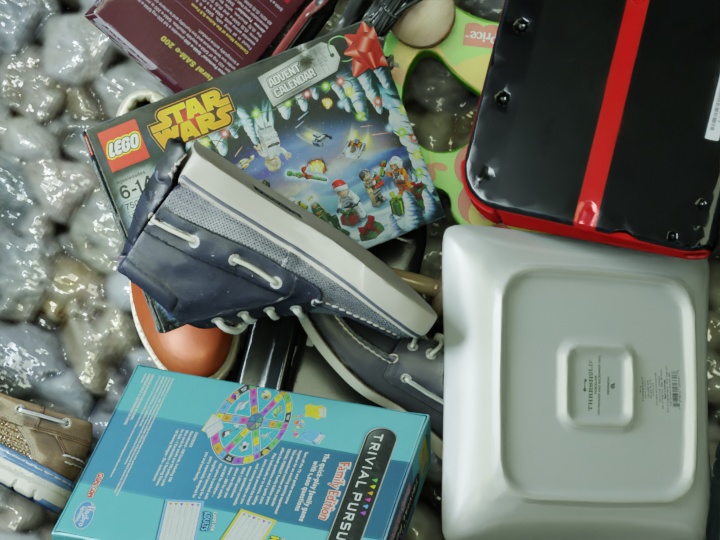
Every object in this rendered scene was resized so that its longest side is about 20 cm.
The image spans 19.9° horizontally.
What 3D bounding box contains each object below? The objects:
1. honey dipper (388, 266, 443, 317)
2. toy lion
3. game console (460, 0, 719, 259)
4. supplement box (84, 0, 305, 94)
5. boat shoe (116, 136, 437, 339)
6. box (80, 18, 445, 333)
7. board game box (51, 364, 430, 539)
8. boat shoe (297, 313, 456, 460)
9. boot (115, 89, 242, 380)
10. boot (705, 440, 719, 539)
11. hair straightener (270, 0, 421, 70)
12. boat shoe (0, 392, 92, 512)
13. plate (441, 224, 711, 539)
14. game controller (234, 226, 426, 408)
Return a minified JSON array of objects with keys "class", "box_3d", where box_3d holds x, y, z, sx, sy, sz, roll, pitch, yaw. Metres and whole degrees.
[{"class":"honey dipper","box_3d":[0.000,0.000,1.351,0.198,0.038,0.038,14,80,-6]},{"class":"toy lion","box_3d":[0.106,-0.089,1.384,0.198,0.069,0.194,8,88,6]},{"class":"game console","box_3d":[0.162,-0.117,1.305,0.175,0.031,0.202,12,83,21]},{"class":"supplement box","box_3d":[-0.083,-0.216,1.399,0.109,0.061,0.200,40,84,-14]},{"class":"boat shoe","box_3d":[-0.056,0.007,1.260,0.199,0.075,0.093,33,98,-10]},{"class":"box","box_3d":[-0.061,-0.061,1.308,0.199,0.040,0.138,-23,94,-12]},{"class":"board game box","box_3d":[-0.070,0.141,1.274,0.198,0.047,0.152,9,43,13]},{"class":"boat shoe","box_3d":[0.043,0.061,1.324,0.200,0.073,0.063,42,116,-11]},{"class":"boot","box_3d":[-0.127,-0.021,1.362,0.074,0.107,0.202,-11,80,0]},{"class":"boot","box_3d":[0.300,0.209,1.300,0.166,0.076,0.202,8,87,1]},{"class":"hair straightener","box_3d":[0.006,-0.166,1.362,0.077,0.041,0.200,46,119,12]},{"class":"boat shoe","box_3d":[-0.270,0.085,1.375,0.199,0.072,0.073,30,78,-1]},{"class":"plate","box_3d":[0.146,0.074,1.313,0.198,0.032,0.202,4,81,-24]},{"class":"game controller","box_3d":[-0.022,0.038,1.381,0.103,0.042,0.202,15,81,-8]}]
